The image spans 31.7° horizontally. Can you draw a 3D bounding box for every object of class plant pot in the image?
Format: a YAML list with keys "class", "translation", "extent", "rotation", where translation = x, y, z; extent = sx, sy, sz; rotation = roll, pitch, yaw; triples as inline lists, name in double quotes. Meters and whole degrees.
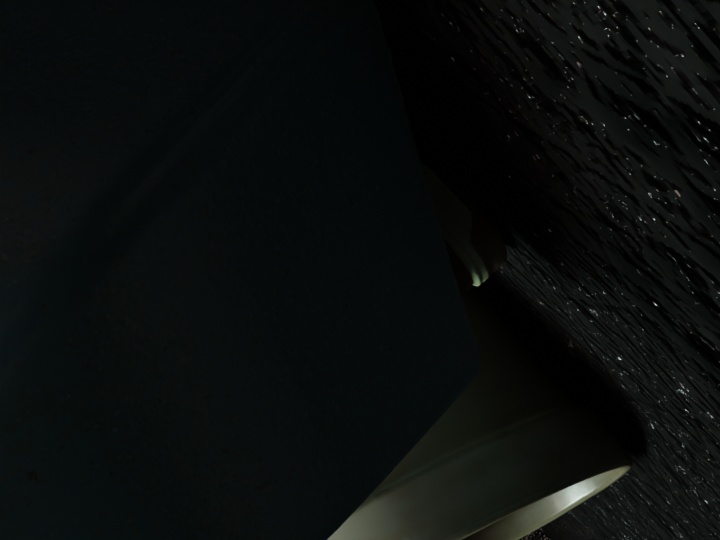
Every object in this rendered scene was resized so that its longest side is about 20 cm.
- class: "plant pot"
  translation: [0.026, 0.082, 0.724]
  extent: [0.174, 0.199, 0.200]
  rotation: [63, -179, 18]
- class: "plant pot"
  translation: [-0.102, 0.021, 0.463]
  extent: [0.195, 0.200, 0.196]
  rotation: [12, 139, 34]

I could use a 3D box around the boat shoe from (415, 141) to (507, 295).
- class: "boat shoe"
  translation: [-0.026, -0.052, 0.582]
  extent: [0.202, 0.075, 0.075]
  rotation: [46, 176, 30]
